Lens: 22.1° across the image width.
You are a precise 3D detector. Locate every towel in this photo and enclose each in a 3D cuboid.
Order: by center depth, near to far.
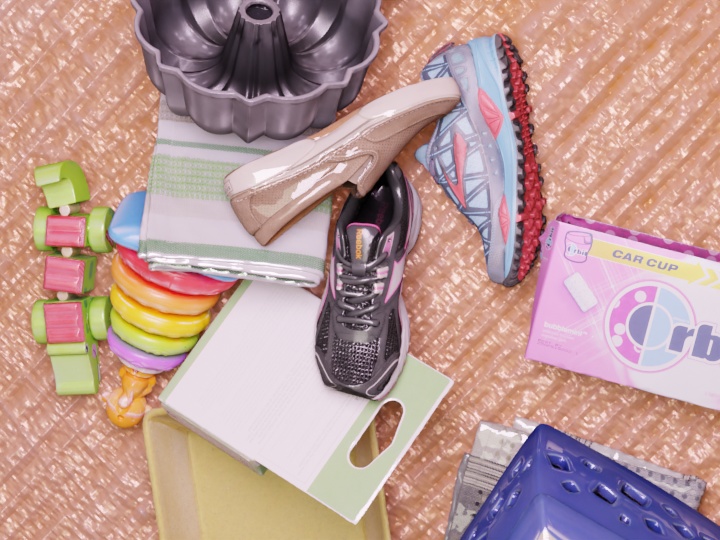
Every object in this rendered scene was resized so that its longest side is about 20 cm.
[{"bbox_3d":[-0.095,-0.085,1.477,0.148,0.031,0.202,7,63,-7],"label":"towel"},{"bbox_3d":[0.165,0.232,1.536,0.198,0.035,0.194,16,103,5],"label":"towel"}]

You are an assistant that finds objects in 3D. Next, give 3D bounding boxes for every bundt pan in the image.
[{"bbox_3d":[-0.080,-0.178,1.455,0.200,0.203,0.076,15,140,7],"label":"bundt pan"}]

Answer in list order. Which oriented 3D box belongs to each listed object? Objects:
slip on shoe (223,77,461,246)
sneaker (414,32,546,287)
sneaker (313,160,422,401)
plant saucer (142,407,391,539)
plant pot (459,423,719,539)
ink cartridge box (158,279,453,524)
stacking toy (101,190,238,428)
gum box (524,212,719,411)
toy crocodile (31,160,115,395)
[{"bbox_3d":[-0.007,-0.085,1.428,0.199,0.076,0.061,-26,85,-10],"label":"slip on shoe"},{"bbox_3d":[0.094,-0.085,1.491,0.095,0.079,0.202,-7,89,23],"label":"sneaker"},{"bbox_3d":[0.000,0.000,1.458,0.080,0.086,0.202,1,66,9],"label":"sneaker"},{"bbox_3d":[-0.072,0.201,1.559,0.198,0.048,0.202,-7,97,10],"label":"plant saucer"},{"bbox_3d":[0.169,0.266,1.433,0.199,0.180,0.201,31,103,1],"label":"plant pot"},{"bbox_3d":[-0.043,0.102,1.490,0.199,0.048,0.146,31,73,18],"label":"ink cartridge box"},{"bbox_3d":[-0.171,0.044,1.538,0.115,0.110,0.201,18,112,-3],"label":"stacking toy"},{"bbox_3d":[0.231,0.033,1.476,0.198,0.066,0.114,15,100,7],"label":"gum box"},{"bbox_3d":[-0.245,0.007,1.556,0.067,0.062,0.202,2,98,9],"label":"toy crocodile"}]
